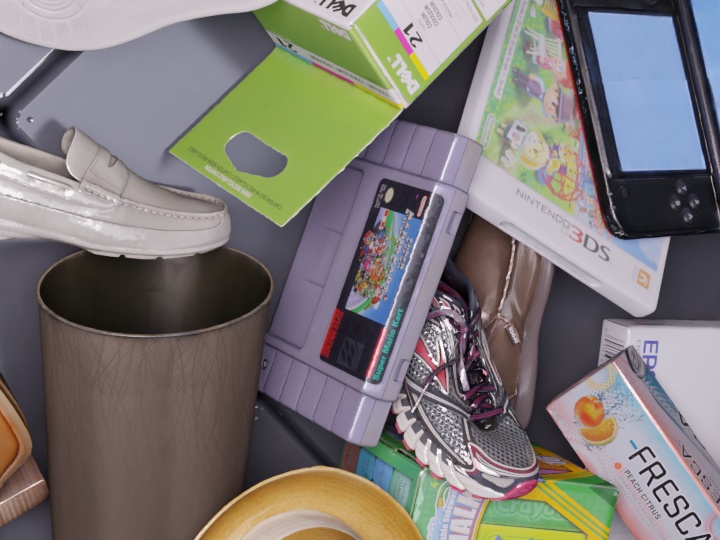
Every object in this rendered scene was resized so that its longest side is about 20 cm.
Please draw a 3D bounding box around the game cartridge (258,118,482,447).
[{"bbox_3d":[0.000,0.000,0.931,0.038,0.129,0.201,19,91,-33],"label":"game cartridge"}]

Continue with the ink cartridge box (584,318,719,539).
[{"bbox_3d":[0.267,0.137,1.124,0.199,0.043,0.197,2,99,-23],"label":"ink cartridge box"}]

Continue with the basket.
[{"bbox_3d":[-0.128,0.101,0.889,0.135,0.180,0.201,8,109,6],"label":"basket"}]

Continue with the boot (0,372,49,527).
[{"bbox_3d":[-0.269,0.112,0.828,0.155,0.077,0.200,-26,153,-18],"label":"boot"}]

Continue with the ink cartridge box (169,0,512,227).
[{"bbox_3d":[-0.030,-0.141,0.874,0.200,0.148,0.076,-46,132,-10],"label":"ink cartridge box"}]

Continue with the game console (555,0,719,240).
[{"bbox_3d":[0.242,-0.133,0.982,0.172,0.119,0.201,-4,79,-36],"label":"game console"}]

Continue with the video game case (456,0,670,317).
[{"bbox_3d":[0.152,-0.096,0.995,0.182,0.022,0.201,31,61,-25],"label":"video game case"}]

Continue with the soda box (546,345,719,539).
[{"bbox_3d":[0.218,0.155,1.022,0.063,0.068,0.200,-36,83,22],"label":"soda box"}]

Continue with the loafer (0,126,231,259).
[{"bbox_3d":[-0.171,-0.051,0.880,0.199,0.070,0.070,7,105,-24],"label":"loafer"}]

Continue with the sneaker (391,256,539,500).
[{"bbox_3d":[0.055,0.057,0.933,0.080,0.200,0.075,-6,148,-45],"label":"sneaker"}]

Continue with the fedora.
[{"bbox_3d":[-0.021,0.220,0.850,0.200,0.082,0.202,-2,94,-26],"label":"fedora"}]

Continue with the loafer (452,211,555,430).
[{"bbox_3d":[0.087,0.021,1.004,0.071,0.073,0.201,-2,99,-22],"label":"loafer"}]

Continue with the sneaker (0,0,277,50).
[{"bbox_3d":[-0.131,-0.196,0.876,0.199,0.112,0.073,-4,133,9],"label":"sneaker"}]

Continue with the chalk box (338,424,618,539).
[{"bbox_3d":[0.052,0.181,0.991,0.199,0.124,0.125,8,96,-25],"label":"chalk box"}]
